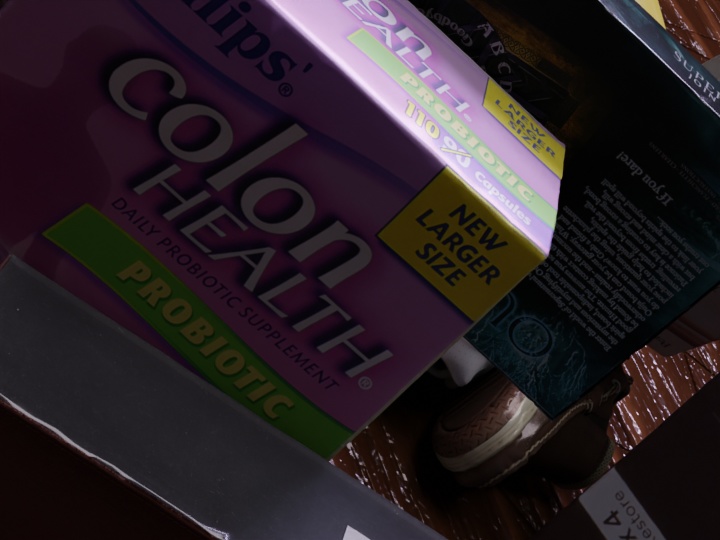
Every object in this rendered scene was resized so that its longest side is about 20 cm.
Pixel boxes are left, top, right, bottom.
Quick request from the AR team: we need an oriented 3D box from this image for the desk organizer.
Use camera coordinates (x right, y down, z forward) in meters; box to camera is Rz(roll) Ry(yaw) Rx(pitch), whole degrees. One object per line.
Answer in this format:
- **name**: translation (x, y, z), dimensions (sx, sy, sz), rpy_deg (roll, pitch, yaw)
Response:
- **desk organizer**: translation (-0.055, 0.091, 0.638), dimensions (0.199, 0.077, 0.072), rpy_deg (34, 26, -7)

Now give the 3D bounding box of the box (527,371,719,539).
- **box**: translation (0.202, 0.131, 0.883), dimensions (0.166, 0.200, 0.164), rpy_deg (54, 25, 18)

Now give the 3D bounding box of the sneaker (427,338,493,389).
- **sneaker**: translation (0.050, 0.012, 0.978), dimensions (0.070, 0.080, 0.200), rpy_deg (36, 0, 2)

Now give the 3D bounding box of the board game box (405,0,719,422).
- **board game box**: translation (0.044, -0.054, 0.720), dimensions (0.200, 0.135, 0.028), rpy_deg (43, 31, -8)

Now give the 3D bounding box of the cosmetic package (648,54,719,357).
- **cosmetic package**: translation (0.182, -0.038, 0.955), dimensions (0.103, 0.200, 0.088), rpy_deg (36, 63, -13)

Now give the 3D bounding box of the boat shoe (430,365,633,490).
- **boat shoe**: translation (0.095, 0.069, 0.967), dimensions (0.075, 0.075, 0.202), rpy_deg (54, 25, -2)

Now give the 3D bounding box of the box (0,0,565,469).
- **box**: translation (-0.062, -0.017, 0.681), dimensions (0.176, 0.200, 0.097), rpy_deg (42, 24, -11)

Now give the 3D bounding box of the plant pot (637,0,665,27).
- **plant pot**: translation (0.091, -0.123, 1.133), dimensions (0.190, 0.200, 0.201), rpy_deg (61, 24, -3)

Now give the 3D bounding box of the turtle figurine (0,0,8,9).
- **turtle figurine**: translation (-0.158, -0.129, 0.756), dimensions (0.149, 0.199, 0.101), rpy_deg (24, 60, -42)
